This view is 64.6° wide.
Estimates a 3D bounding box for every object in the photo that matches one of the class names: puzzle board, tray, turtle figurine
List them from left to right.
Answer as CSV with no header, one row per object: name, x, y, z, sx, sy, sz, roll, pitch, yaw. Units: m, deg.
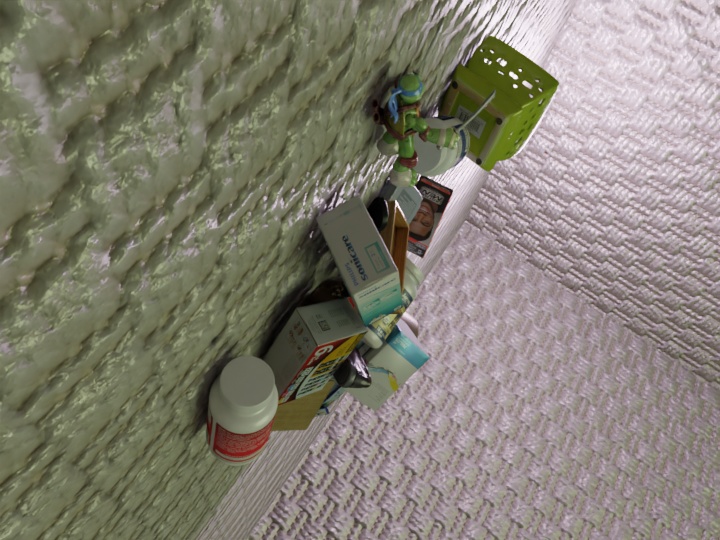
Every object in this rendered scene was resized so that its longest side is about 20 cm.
puzzle board,-0.165,0.286,1.223,0.196,0.017,0.153,11,119,-40
tray,0.061,-0.027,1.152,0.099,0.036,0.205,52,39,-54
turtle figurine,0.102,-0.234,0.888,0.200,0.143,0.195,-47,170,-27

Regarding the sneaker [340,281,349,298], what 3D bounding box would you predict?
sneaker,0.000,0.000,1.209,0.094,0.080,0.202,-26,-153,24

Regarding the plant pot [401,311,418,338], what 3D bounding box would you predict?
plant pot,0.066,0.166,1.611,0.202,0.171,0.203,-53,-156,36

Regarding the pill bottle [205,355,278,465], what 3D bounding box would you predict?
pill bottle,-0.193,0.228,0.930,0.113,0.111,0.202,-48,167,-40

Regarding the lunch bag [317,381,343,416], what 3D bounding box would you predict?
lunch bag,-0.119,0.345,1.634,0.199,0.124,0.171,-40,166,-13

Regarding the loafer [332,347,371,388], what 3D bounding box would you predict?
loafer,-0.031,0.178,1.172,0.073,0.062,0.201,-61,-154,15

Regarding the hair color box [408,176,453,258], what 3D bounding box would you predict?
hair color box,0.160,-0.142,1.475,0.062,0.099,0.203,107,9,-59

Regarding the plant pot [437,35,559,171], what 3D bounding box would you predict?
plant pot,0.282,-0.356,1.255,0.181,0.199,0.201,-39,162,-36

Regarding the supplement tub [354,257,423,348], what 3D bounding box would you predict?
supplement tub,0.043,0.059,1.318,0.202,0.143,0.145,-52,169,-10

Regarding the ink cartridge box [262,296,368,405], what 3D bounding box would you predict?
ink cartridge box,-0.079,0.149,1.080,0.173,0.085,0.201,-11,147,-45

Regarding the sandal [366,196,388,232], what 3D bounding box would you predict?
sandal,0.009,-0.089,1.097,0.044,0.077,0.200,-10,168,-13

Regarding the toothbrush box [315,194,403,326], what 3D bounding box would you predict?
toothbrush box,0.003,-0.009,0.969,0.084,0.149,0.201,-26,159,-2

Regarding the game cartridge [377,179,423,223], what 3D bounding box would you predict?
game cartridge,0.078,-0.137,1.278,0.136,0.040,0.200,-61,160,0

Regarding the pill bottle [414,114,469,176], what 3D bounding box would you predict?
pill bottle,0.150,-0.251,1.148,0.113,0.110,0.200,-61,169,26

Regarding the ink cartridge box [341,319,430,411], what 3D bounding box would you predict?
ink cartridge box,0.039,0.211,1.428,0.200,0.147,0.146,-44,128,6

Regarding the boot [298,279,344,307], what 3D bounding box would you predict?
boot,-0.082,0.090,1.193,0.199,0.075,0.108,-27,153,-55
